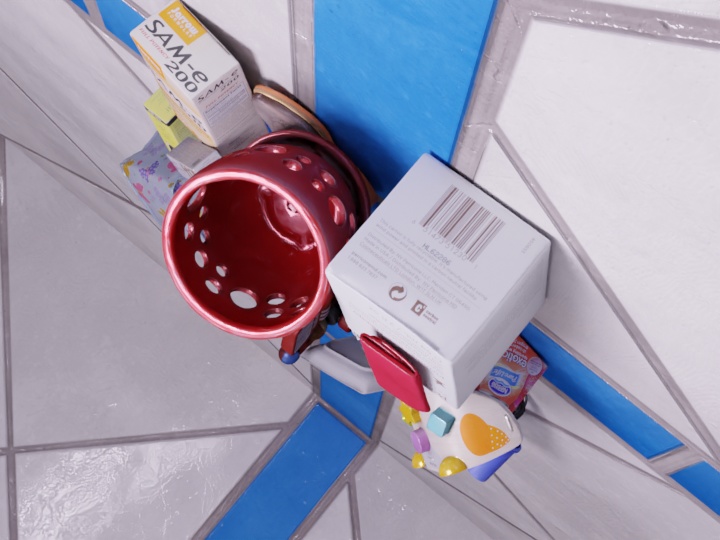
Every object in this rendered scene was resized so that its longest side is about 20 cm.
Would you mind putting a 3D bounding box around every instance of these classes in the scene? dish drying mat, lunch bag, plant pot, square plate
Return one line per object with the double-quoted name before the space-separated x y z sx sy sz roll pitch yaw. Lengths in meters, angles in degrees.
"dish drying mat" 0.041 0.116 1.416 0.077 0.018 0.200 36 169 16
"lunch bag" -0.268 -0.116 2.074 0.169 0.127 0.200 24 150 47
"plant pot" -0.093 -0.047 1.419 0.200 0.201 0.183 40 -150 3
"square plate" 0.035 0.134 1.998 0.198 0.200 0.029 25 119 54

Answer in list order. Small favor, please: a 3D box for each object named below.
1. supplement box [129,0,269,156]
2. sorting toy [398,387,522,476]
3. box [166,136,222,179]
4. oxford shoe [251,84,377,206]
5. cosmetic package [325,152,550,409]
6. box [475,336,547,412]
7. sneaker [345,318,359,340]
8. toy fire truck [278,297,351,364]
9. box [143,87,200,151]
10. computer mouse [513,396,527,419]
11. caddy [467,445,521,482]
"supplement box" -0.188 -0.216 1.535 0.126 0.074 0.200 47 171 22
"sorting toy" 0.090 0.158 1.634 0.180 0.107 0.200 62 163 -6
"box" -0.202 -0.133 1.596 0.039 0.041 0.200 53 172 -19
"oxford shoe" -0.066 -0.132 1.505 0.200 0.073 0.071 47 167 -15
"cosmetic package" 0.087 0.017 1.356 0.167 0.166 0.200 36 169 17
"box" 0.144 0.117 1.713 0.100 0.096 0.200 46 167 -22
"sneaker" 0.006 0.034 1.563 0.200 0.081 0.075 49 -179 23
"toy fire truck" -0.067 0.063 1.957 0.112 0.168 0.200 39 158 7
"box" -0.241 -0.200 1.807 0.050 0.075 0.200 38 169 19
"computer mouse" 0.135 0.177 1.845 0.200 0.140 0.046 43 164 -14
"caddy" 0.173 0.229 1.967 0.141 0.105 0.200 37 -168 -19
